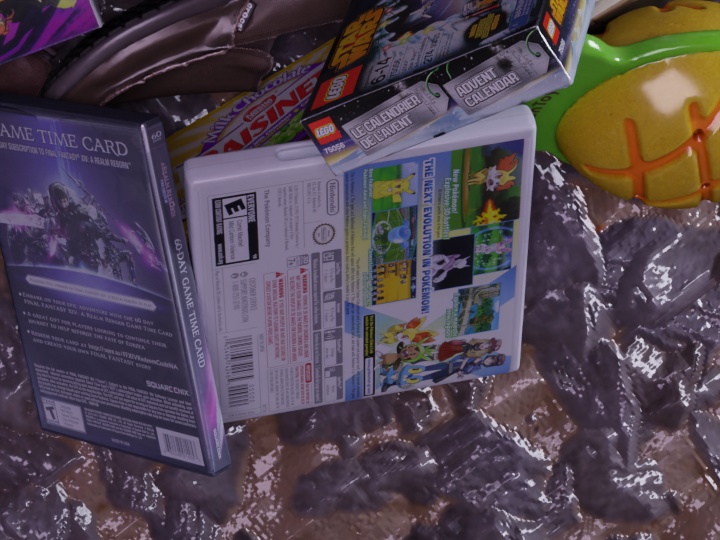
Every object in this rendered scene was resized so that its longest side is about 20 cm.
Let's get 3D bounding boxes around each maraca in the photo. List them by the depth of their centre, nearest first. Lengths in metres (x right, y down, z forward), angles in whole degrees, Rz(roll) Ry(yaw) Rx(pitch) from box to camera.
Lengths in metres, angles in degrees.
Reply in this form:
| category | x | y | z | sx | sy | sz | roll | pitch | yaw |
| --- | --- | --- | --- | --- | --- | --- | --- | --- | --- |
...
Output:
| category | x | y | z | sx | sy | sz | roll | pitch | yaw |
| --- | --- | --- | --- | --- | --- | --- | --- | --- | --- |
| maraca | 0.153 | -0.089 | 1.405 | 0.200 | 0.137 | 0.107 | 0 | 59 | -26 |

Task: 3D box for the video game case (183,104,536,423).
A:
| category | x | y | z | sx | sy | sz | roll | pitch | yaw |
| --- | --- | --- | --- | --- | --- | --- | --- | --- | --- |
| video game case | 0.000 | 0.000 | 1.406 | 0.182 | 0.022 | 0.200 | -10 | 139 | -8 |

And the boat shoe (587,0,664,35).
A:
| category | x | y | z | sx | sy | sz | roll | pitch | yaw |
| --- | --- | --- | --- | --- | --- | --- | --- | --- | --- |
| boat shoe | 0.141 | -0.174 | 1.430 | 0.200 | 0.074 | 0.066 | -34 | 81 | 5 |

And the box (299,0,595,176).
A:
| category | x | y | z | sx | sy | sz | roll | pitch | yaw |
| --- | --- | --- | --- | --- | --- | --- | --- | --- | --- |
| box | 0.056 | -0.138 | 1.341 | 0.137 | 0.200 | 0.040 | -21 | 118 | 27 |

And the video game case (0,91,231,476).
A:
| category | x | y | z | sx | sy | sz | roll | pitch | yaw |
| --- | --- | --- | --- | --- | --- | --- | --- | --- | --- |
| video game case | -0.140 | 0.006 | 1.409 | 0.019 | 0.143 | 0.200 | -28 | 118 | -41 |

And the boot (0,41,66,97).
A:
| category | x | y | z | sx | sy | sz | roll | pitch | yaw |
| --- | --- | --- | --- | --- | --- | --- | --- | --- | --- |
| boot | -0.219 | -0.194 | 1.422 | 0.166 | 0.072 | 0.200 | 23 | 98 | -18 |

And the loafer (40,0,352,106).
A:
| category | x | y | z | sx | sy | sz | roll | pitch | yaw |
| --- | --- | --- | --- | --- | --- | --- | --- | --- | --- |
| loafer | -0.077 | -0.123 | 1.421 | 0.200 | 0.073 | 0.071 | -27 | 102 | 0 |

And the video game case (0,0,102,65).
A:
| category | x | y | z | sx | sy | sz | roll | pitch | yaw |
| --- | --- | --- | --- | --- | --- | --- | --- | --- | --- |
| video game case | -0.257 | -0.176 | 1.362 | 0.200 | 0.036 | 0.181 | -20 | 110 | -2 |

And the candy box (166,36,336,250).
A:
| category | x | y | z | sx | sy | sz | roll | pitch | yaw |
| --- | --- | --- | --- | --- | --- | --- | --- | --- | --- |
| candy box | -0.023 | -0.083 | 1.420 | 0.200 | 0.102 | 0.026 | -31 | 121 | 3 |
